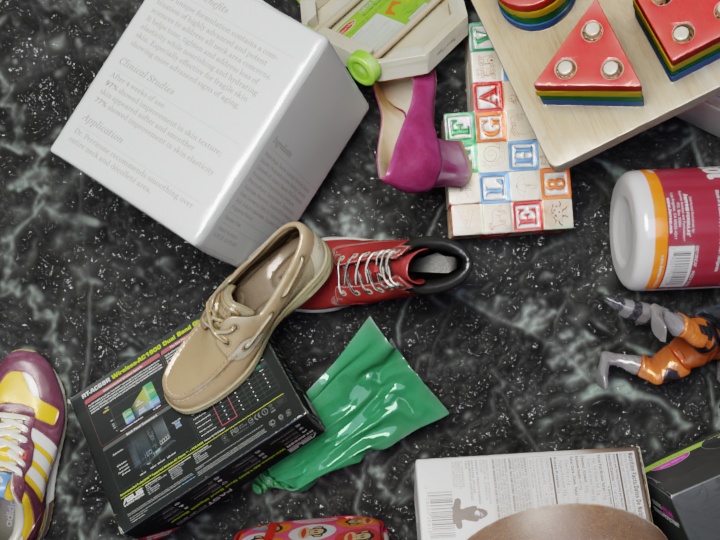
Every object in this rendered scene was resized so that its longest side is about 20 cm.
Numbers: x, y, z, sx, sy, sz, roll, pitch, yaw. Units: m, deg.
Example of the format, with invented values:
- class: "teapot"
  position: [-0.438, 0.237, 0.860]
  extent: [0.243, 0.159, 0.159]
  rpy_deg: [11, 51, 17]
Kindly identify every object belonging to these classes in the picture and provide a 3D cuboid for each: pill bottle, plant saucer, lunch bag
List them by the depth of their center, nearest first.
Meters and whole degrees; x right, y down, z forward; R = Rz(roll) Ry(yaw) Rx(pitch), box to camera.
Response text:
- class: "plant saucer"
  position: [0.172, 0.275, 0.781]
  extent: [0.199, 0.035, 0.201]
  rpy_deg: [-1, 128, -2]
- class: "lunch bag"
  position: [-0.058, 0.282, 0.797]
  extent: [0.175, 0.200, 0.082]
  rpy_deg: [-5, 93, 1]
- class: "pill bottle"
  position: [0.342, -0.040, 0.841]
  extent: [0.199, 0.113, 0.114]
  rpy_deg: [-2, 88, 1]

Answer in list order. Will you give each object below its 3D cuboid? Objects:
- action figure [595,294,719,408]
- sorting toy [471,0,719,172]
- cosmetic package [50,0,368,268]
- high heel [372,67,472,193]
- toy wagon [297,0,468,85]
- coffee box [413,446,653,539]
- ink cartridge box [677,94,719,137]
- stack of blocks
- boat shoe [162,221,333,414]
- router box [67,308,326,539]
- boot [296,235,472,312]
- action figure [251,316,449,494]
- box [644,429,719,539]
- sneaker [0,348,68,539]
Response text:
- class: "action figure"
  position: [0.331, 0.043, 0.824]
  extent: [0.192, 0.201, 0.105]
  rpy_deg: [-4, 48, -19]
- class: "sorting toy"
  position: [0.207, -0.219, 0.754]
  extent: [0.198, 0.070, 0.201]
  rpy_deg: [-26, 72, 14]
- class: "cosmetic package"
  position: [-0.125, -0.129, 0.812]
  extent: [0.167, 0.166, 0.200]
  rpy_deg: [33, 89, 17]
- class: "high heel"
  position: [0.025, -0.154, 0.838]
  extent: [0.096, 0.067, 0.201]
  rpy_deg: [-2, 62, -37]
- class: "toy wagon"
  position: [0.005, -0.252, 0.867]
  extent: [0.200, 0.040, 0.155]
  rpy_deg: [31, 64, 28]
- class: "coffee box"
  position: [0.151, 0.219, 0.828]
  extent: [0.199, 0.115, 0.080]
  rpy_deg: [-3, 63, 0]
- class: "ink cartridge box"
  position: [0.367, -0.232, 0.830]
  extent: [0.145, 0.145, 0.201]
  rpy_deg: [27, 89, 3]
- class: "stack of blocks"
  position: [0.136, -0.134, 0.875]
  extent: [0.114, 0.059, 0.201]
  rpy_deg: [-3, 88, 2]
- class: "boat shoe"
  position: [-0.110, 0.038, 0.797]
  extent: [0.071, 0.065, 0.200]
  rpy_deg: [39, 88, 28]
- class: "router box"
  position: [-0.153, 0.134, 0.842]
  extent: [0.199, 0.062, 0.150]
  rpy_deg: [-33, 61, 0]
- class: "boot"
  position: [0.000, 0.000, 0.832]
  extent: [0.199, 0.144, 0.073]
  rpy_deg: [-6, 90, 2]
- class: "action figure"
  position: [-0.029, 0.150, 0.872]
  extent: [0.200, 0.055, 0.118]
  rpy_deg: [-39, 89, 7]
- class: "box"
  position: [0.367, 0.254, 0.825]
  extent: [0.148, 0.124, 0.201]
  rpy_deg: [-24, 89, 0]
- class: "sneaker"
  position: [-0.328, 0.176, 0.859]
  extent: [0.074, 0.090, 0.201]
  rpy_deg: [0, 88, 1]
